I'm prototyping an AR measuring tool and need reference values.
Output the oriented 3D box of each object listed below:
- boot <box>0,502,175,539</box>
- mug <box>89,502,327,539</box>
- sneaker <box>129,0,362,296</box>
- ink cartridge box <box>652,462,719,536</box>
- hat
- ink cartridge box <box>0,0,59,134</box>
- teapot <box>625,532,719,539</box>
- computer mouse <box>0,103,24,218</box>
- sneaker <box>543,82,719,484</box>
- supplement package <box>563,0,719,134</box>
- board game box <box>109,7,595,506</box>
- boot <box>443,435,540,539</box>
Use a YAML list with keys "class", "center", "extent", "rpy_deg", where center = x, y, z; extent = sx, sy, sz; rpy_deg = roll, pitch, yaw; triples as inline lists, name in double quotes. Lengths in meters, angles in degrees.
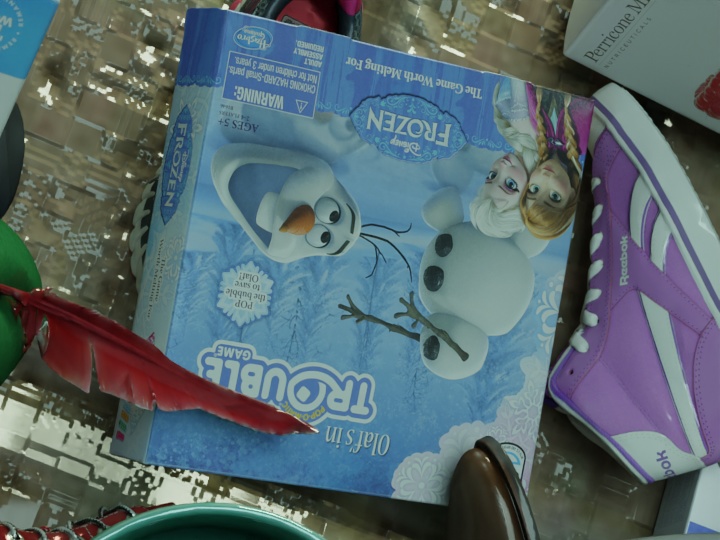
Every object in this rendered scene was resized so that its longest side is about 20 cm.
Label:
- class: "boot"
  center: [-0.160, 0.113, 1.069]
  extent: [0.144, 0.072, 0.200]
  rpy_deg: [-41, 100, -25]
- class: "mug"
  center: [-0.049, 0.173, 1.000]
  extent: [0.185, 0.114, 0.152]
  rpy_deg: [10, 80, -7]
- class: "sneaker"
  center: [-0.051, -0.055, 1.149]
  extent: [0.081, 0.075, 0.200]
  rpy_deg: [18, 71, -16]
- class: "ink cartridge box"
  center: [0.193, 0.130, 1.205]
  extent: [0.094, 0.044, 0.200]
  rpy_deg: [22, 70, -12]
- class: "hat"
  center: [-0.139, -0.009, 1.000]
  extent: [0.176, 0.200, 0.166]
  rpy_deg: [-29, 47, -30]
- class: "ink cartridge box"
  center: [-0.212, -0.062, 1.025]
  extent: [0.116, 0.200, 0.068]
  rpy_deg: [19, 28, -17]
- class: "teapot"
  center: [0.169, 0.199, 1.066]
  extent: [0.200, 0.197, 0.146]
  rpy_deg: [2, 95, 2]
- class: "computer mouse"
  center: [-0.186, -0.113, 1.137]
  extent: [0.059, 0.034, 0.200]
  rpy_deg: [-3, 76, -20]
- class: "sneaker"
  center: [0.122, 0.008, 1.199]
  extent: [0.114, 0.073, 0.201]
  rpy_deg: [-27, 59, 10]
- class: "supplement package"
  center: [0.221, -0.136, 1.231]
  extent: [0.200, 0.121, 0.120]
  rpy_deg: [25, 51, -12]
- class: "board game box"
  center: [0.000, 0.000, 1.120]
  extent: [0.200, 0.043, 0.199]
  rpy_deg: [10, 90, -30]
- class: "boot"
  center: [-0.019, 0.174, 1.089]
  extent: [0.200, 0.064, 0.187]
  rpy_deg: [-5, 95, -17]
